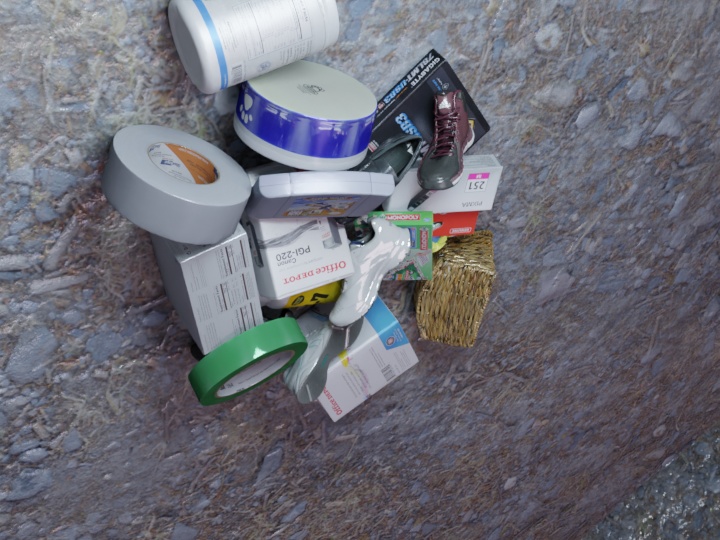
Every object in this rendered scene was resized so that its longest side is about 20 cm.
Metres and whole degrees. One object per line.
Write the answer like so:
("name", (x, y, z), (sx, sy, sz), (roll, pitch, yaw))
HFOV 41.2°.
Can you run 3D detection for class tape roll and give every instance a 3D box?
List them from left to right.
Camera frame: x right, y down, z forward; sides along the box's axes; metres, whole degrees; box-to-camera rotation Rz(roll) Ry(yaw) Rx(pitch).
("tape roll", (-0.253, -0.120, 1.319), (0.198, 0.201, 0.067), (4, 126, -40))
("tape roll", (-0.181, 0.148, 1.554), (0.198, 0.049, 0.201), (-29, 167, -8))

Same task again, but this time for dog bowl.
("dog bowl", (-0.077, -0.224, 1.362), (0.197, 0.200, 0.080), (-7, 129, -33))

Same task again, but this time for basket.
("basket", (0.178, 0.026, 1.900), (0.140, 0.150, 0.202), (10, 127, -4))

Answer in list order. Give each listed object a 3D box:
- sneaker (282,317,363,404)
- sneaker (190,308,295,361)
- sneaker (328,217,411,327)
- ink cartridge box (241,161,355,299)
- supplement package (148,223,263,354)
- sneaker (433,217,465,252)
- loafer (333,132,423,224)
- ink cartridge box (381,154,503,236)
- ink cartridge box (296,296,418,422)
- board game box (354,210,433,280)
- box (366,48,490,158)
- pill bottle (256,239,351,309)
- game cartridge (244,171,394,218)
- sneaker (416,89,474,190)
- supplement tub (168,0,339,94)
("sneaker", (-0.070, 0.127, 1.659), (0.202, 0.080, 0.070), (-55, 134, -5))
("sneaker", (-0.202, 0.113, 1.682), (0.197, 0.076, 0.092), (-9, 105, -20))
("sneaker", (0.000, 0.000, 1.580), (0.086, 0.075, 0.202), (30, 95, -22))
("ink cartridge box", (-0.105, -0.070, 1.497), (0.144, 0.084, 0.204), (-17, 102, -25))
("supplement package", (-0.240, -0.007, 1.466), (0.110, 0.156, 0.202), (-25, 138, -20))
("sneaker", (0.120, -0.086, 1.741), (0.104, 0.076, 0.201), (21, 112, -46))
("loafer", (0.025, -0.149, 1.492), (0.201, 0.070, 0.068), (-48, 109, -28))
("ink cartridge box", (0.132, -0.114, 1.650), (0.196, 0.044, 0.176), (-5, 131, -17))
("ink cartridge box", (-0.024, 0.144, 1.781), (0.199, 0.146, 0.147), (-35, 140, -5))
("board game box", (0.061, -0.040, 1.675), (0.132, 0.030, 0.201), (-1, 152, 3))
("box", (0.101, -0.236, 1.612), (0.198, 0.050, 0.200), (-43, 140, 2))
("pill bottle", (-0.110, 0.004, 1.613), (0.197, 0.115, 0.116), (-6, 130, -33))
("game cartridge", (-0.058, -0.107, 1.363), (0.196, 0.042, 0.133), (-3, 174, -18))
("sneaker", (0.127, -0.218, 1.508), (0.074, 0.201, 0.117), (0, 126, 18))
("supplement tub", (-0.142, -0.327, 1.270), (0.198, 0.132, 0.133), (-26, 138, -18))
